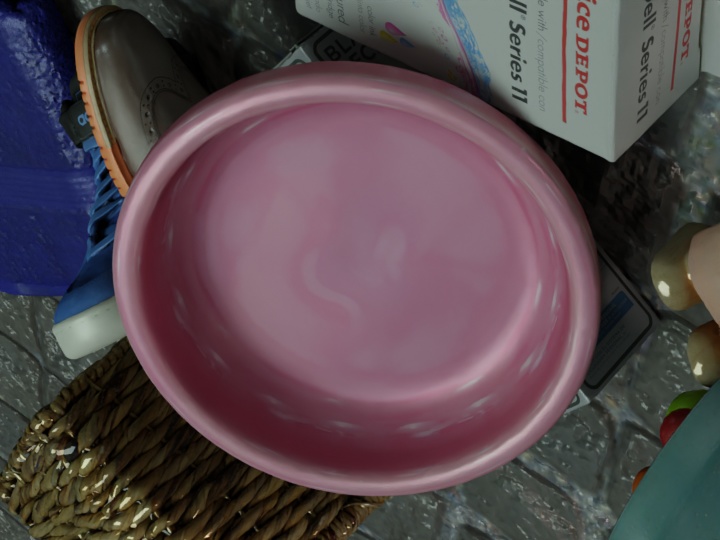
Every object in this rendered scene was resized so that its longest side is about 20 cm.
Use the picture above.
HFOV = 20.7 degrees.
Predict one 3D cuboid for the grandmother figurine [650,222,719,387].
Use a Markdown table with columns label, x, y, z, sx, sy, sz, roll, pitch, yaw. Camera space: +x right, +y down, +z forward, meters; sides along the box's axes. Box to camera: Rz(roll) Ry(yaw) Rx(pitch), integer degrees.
| label | x | y | z | sx | sy | sz | roll | pitch | yaw |
| --- | --- | --- | --- | --- | --- | --- | --- | --- | --- |
| grandmother figurine | 0.193 | -0.011 | 0.717 | 0.199 | 0.060 | 0.122 | -19 | 106 | 53 |

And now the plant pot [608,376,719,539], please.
| label | x | y | z | sx | sy | sz | roll | pitch | yaw |
| --- | --- | --- | --- | --- | --- | --- | --- | --- | --- |
| plant pot | 0.166 | 0.100 | 0.664 | 0.134 | 0.200 | 0.201 | 38 | 147 | 23 |

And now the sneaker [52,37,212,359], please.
| label | x | y | z | sx | sy | sz | roll | pitch | yaw |
| --- | --- | --- | --- | --- | --- | --- | --- | --- | --- |
| sneaker | -0.111 | -0.044 | 0.927 | 0.076 | 0.200 | 0.112 | -22 | 105 | 28 |

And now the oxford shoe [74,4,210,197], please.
| label | x | y | z | sx | sy | sz | roll | pitch | yaw |
| --- | --- | --- | --- | --- | --- | --- | --- | --- | --- |
| oxford shoe | -0.050 | -0.038 | 0.869 | 0.072 | 0.071 | 0.201 | -21 | 113 | 35 |

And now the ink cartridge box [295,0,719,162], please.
| label | x | y | z | sx | sy | sz | roll | pitch | yaw |
| --- | --- | --- | --- | --- | --- | --- | --- | --- | --- |
| ink cartridge box | 0.066 | -0.122 | 0.735 | 0.199 | 0.067 | 0.118 | 28 | 143 | 29 |

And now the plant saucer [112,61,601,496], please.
| label | x | y | z | sx | sy | sz | roll | pitch | yaw |
| --- | --- | --- | --- | --- | --- | --- | --- | --- | --- |
| plant saucer | 0.000 | 0.000 | 0.809 | 0.198 | 0.051 | 0.202 | 5 | 124 | 7 |

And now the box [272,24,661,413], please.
| label | x | y | z | sx | sy | sz | roll | pitch | yaw |
| --- | --- | --- | --- | --- | --- | --- | --- | --- | --- |
| box | 0.029 | -0.020 | 0.897 | 0.200 | 0.060 | 0.117 | 49 | 148 | -4 |

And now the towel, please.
| label | x | y | z | sx | sy | sz | roll | pitch | yaw |
| --- | --- | --- | --- | --- | --- | --- | --- | --- | --- |
| towel | -0.187 | -0.072 | 1.117 | 0.147 | 0.050 | 0.201 | 6 | 129 | 38 |

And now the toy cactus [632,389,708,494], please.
| label | x | y | z | sx | sy | sz | roll | pitch | yaw |
| --- | --- | --- | --- | --- | --- | --- | --- | --- | --- |
| toy cactus | 0.171 | 0.130 | 0.825 | 0.102 | 0.165 | 0.201 | -27 | 98 | 15 |

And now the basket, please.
| label | x | y | z | sx | sy | sz | roll | pitch | yaw |
| --- | --- | --- | --- | --- | --- | --- | --- | --- | --- |
| basket | -0.065 | 0.092 | 0.998 | 0.149 | 0.200 | 0.143 | 44 | 147 | 4 |
